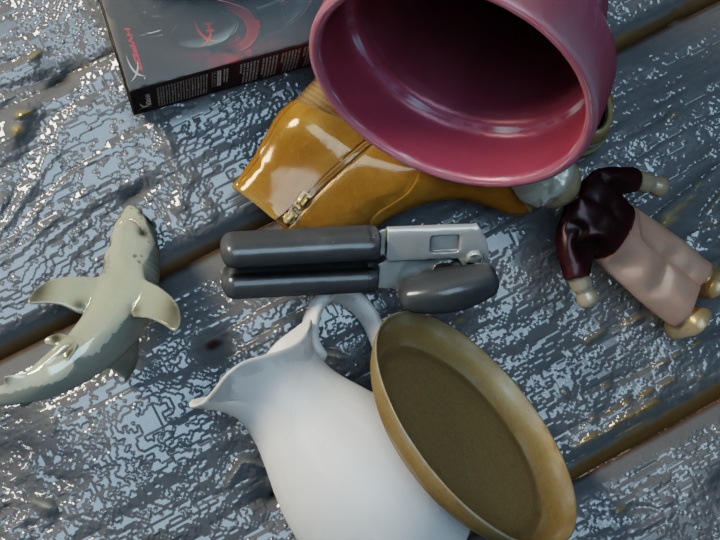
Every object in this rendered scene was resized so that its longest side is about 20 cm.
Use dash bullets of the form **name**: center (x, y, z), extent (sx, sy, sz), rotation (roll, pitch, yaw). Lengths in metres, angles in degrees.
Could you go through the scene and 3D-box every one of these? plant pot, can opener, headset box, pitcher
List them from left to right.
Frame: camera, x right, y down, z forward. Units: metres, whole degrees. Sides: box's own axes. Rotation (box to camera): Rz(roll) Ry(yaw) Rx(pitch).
- **headset box**: center (-0.096, -0.219, 0.998), extent (0.200, 0.075, 0.149), rotation (-16, 86, -9)
- **can opener**: center (0.000, 0.000, 0.966), extent (0.199, 0.067, 0.053), rotation (-3, 121, -8)
- **pitcher**: center (0.000, 0.120, 0.968), extent (0.200, 0.121, 0.172), rotation (50, 53, -2)
- **plant pot**: center (0.076, 0.117, 0.950), extent (0.200, 0.200, 0.027), rotation (46, 115, -2)
- **plant pot**: center (0.088, -0.186, 0.913), extent (0.200, 0.200, 0.179), rotation (27, 59, -5)

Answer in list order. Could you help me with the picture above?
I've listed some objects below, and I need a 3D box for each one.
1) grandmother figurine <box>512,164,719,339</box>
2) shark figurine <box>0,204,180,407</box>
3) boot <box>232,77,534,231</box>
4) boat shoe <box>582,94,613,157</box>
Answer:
- **grandmother figurine**: center (0.187, -0.027, 1.002), extent (0.200, 0.061, 0.121), rotation (39, 62, -21)
- **shark figurine**: center (-0.202, 0.062, 0.962), extent (0.214, 0.090, 0.128), rotation (-42, 58, -17)
- **boot**: center (0.016, -0.055, 1.011), extent (0.201, 0.071, 0.144), rotation (34, 92, -9)
- **boat shoe**: center (0.148, -0.187, 1.032), extent (0.074, 0.066, 0.200), rotation (-24, 88, -9)
